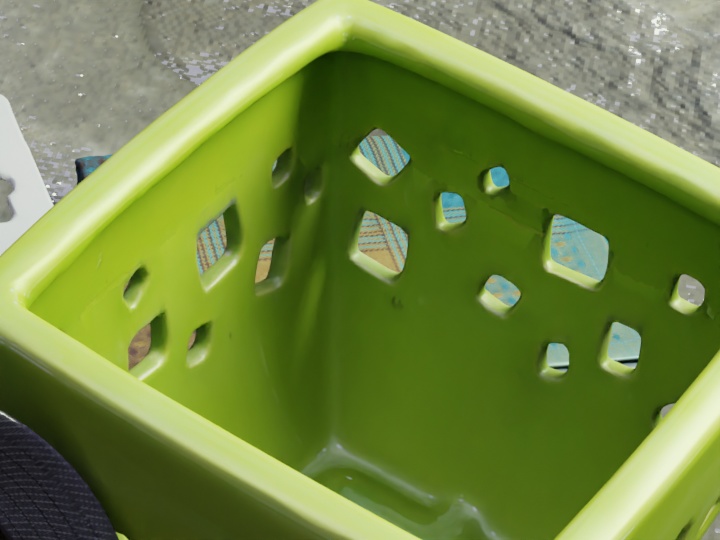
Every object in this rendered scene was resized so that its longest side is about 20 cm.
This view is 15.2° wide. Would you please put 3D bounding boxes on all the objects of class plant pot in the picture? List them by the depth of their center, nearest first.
[{"bbox_3d":[0.010,0.063,0.834,0.199,0.182,0.200,28,48,22],"label":"plant pot"}]

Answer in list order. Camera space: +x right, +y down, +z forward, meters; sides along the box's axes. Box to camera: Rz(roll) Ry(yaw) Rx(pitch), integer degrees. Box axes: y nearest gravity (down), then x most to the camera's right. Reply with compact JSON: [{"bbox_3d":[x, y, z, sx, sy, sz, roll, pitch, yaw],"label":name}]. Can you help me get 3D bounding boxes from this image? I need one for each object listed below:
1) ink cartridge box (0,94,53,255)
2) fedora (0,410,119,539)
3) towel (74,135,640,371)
[{"bbox_3d":[-0.208,0.009,0.964,0.199,0.068,0.117,-12,46,-16],"label":"ink cartridge box"},{"bbox_3d":[-0.158,0.113,0.788,0.176,0.201,0.090,5,12,-13],"label":"fedora"},{"bbox_3d":[0.000,0.000,1.023,0.199,0.022,0.147,-5,42,-12],"label":"towel"}]
